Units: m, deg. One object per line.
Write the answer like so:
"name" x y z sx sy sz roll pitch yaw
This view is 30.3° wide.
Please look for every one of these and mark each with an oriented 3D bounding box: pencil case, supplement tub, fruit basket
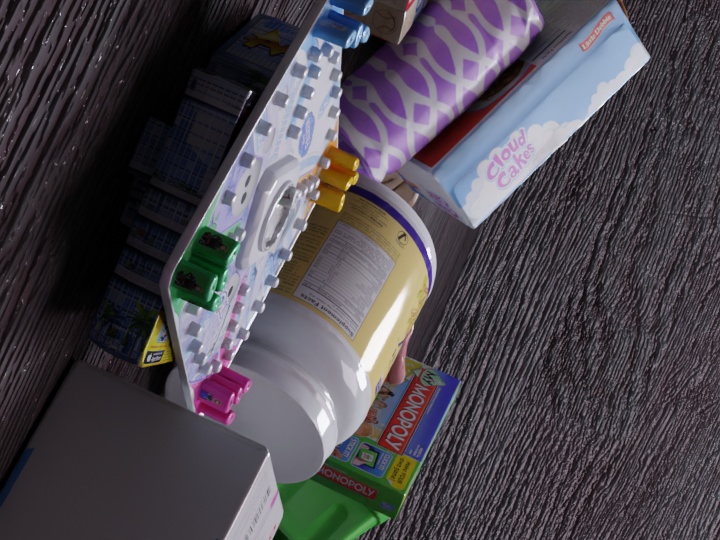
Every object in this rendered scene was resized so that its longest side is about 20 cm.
"pencil case" 0.048 -0.151 1.019 0.200 0.084 0.085 -41 -157 -6
"supplement tub" -0.041 0.038 0.965 0.146 0.145 0.200 104 13 -49
"fruit basket" -0.040 0.193 1.331 0.216 0.156 0.216 -45 180 0

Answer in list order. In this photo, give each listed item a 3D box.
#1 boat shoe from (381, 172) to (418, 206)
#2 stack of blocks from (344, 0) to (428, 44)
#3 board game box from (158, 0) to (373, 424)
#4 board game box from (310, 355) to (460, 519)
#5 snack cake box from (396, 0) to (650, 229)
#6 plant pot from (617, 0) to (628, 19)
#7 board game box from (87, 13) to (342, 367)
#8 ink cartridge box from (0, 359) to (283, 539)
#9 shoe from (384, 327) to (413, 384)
"boat shoe" 0.034 -0.154 1.236 0.065 0.071 0.201 -129 -131 -59
"stack of blocks" 0.040 -0.276 0.926 0.201 0.058 0.115 104 12 -45
"board game box" -0.046 -0.030 0.742 0.200 0.026 0.201 96 19 -64
"board game box" 0.001 0.126 1.168 0.200 0.134 0.029 -53 164 -61
"snack cake box" 0.119 -0.138 1.069 0.200 0.067 0.115 -44 -148 -4
"plant pot" 0.158 -0.245 1.380 0.140 0.200 0.200 -51 -175 47
"board game box" -0.081 -0.054 0.755 0.200 0.061 0.201 4 108 -81
"ink cartridge box" -0.130 0.162 0.802 0.200 0.125 0.129 92 23 -68
"shoe" 0.000 0.000 1.127 0.071 0.090 0.202 -119 -149 -82
